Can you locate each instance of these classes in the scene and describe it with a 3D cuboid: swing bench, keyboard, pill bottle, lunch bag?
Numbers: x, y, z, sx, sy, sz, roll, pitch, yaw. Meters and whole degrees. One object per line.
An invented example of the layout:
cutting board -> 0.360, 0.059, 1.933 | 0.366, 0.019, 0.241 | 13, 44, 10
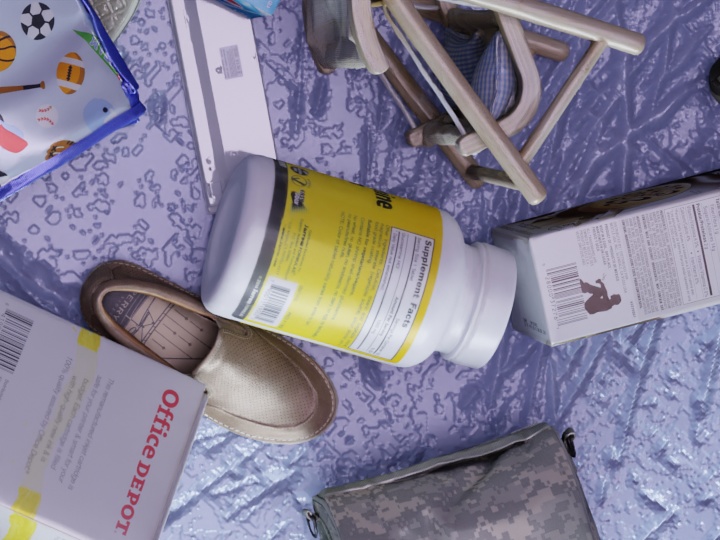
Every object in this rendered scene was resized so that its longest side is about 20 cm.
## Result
swing bench -> 0.053, -0.156, 1.685 | 0.199, 0.199, 0.130 | 35, 88, -10
keyboard -> -0.097, -0.143, 1.757 | 0.056, 0.011, 0.202 | -12, 97, -14
pill bottle -> 0.000, 0.000, 1.730 | 0.199, 0.112, 0.113 | 17, 91, -14
lunch bag -> 0.072, 0.207, 1.746 | 0.198, 0.139, 0.169 | -15, 97, -9
lunch bag -> -0.263, -0.126, 1.670 | 0.199, 0.124, 0.171 | -30, 100, 3

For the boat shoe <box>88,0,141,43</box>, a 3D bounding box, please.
boat shoe -> -0.167, -0.227, 1.710 | 0.074, 0.062, 0.201 | 23, 105, 1

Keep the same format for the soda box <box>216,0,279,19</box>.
soda box -> -0.051, -0.275, 1.721 | 0.067, 0.064, 0.201 | 27, 86, -14

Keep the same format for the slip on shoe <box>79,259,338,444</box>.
slip on shoe -> -0.102, 0.058, 1.743 | 0.199, 0.061, 0.076 | 35, 88, -11

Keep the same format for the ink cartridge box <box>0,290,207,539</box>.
ink cartridge box -> -0.220, 0.111, 1.686 | 0.199, 0.083, 0.146 | 26, 57, -11

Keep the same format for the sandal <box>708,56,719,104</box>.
sandal -> 0.345, -0.150, 1.808 | 0.199, 0.080, 0.058 | -19, 115, -2

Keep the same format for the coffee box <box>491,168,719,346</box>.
coffee box -> 0.204, -0.014, 1.767 | 0.198, 0.113, 0.080 | -14, 97, -10
